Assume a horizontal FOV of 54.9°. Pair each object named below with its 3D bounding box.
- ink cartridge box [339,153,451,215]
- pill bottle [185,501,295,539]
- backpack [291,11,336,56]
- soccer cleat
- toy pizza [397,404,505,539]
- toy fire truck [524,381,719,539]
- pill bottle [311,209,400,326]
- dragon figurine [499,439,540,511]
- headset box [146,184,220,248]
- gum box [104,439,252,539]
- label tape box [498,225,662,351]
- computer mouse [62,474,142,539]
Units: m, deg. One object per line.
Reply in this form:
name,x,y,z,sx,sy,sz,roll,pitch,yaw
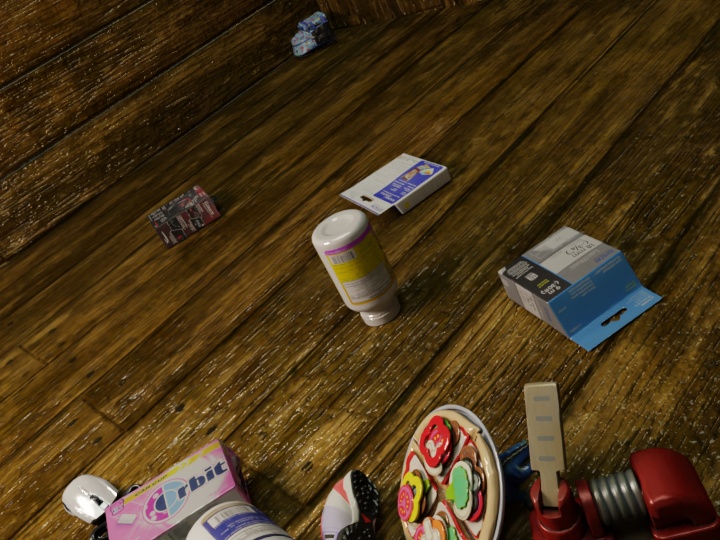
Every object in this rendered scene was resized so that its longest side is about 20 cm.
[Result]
ink cartridge box,0.079,-0.192,1.614,0.200,0.047,0.198,-37,32,-12
pill bottle,-0.122,0.361,0.813,0.120,0.120,0.200,-41,23,-23
backpack,-0.228,-1.052,3.113,0.199,0.135,0.183,-29,29,3
soccer cleat,-0.018,0.330,0.848,0.073,0.068,0.200,-43,14,16
toy pizza,0.092,0.255,0.795,0.200,0.032,0.201,-37,47,53
toy fire truck,0.244,0.211,0.690,0.175,0.201,0.129,-20,31,14
pill bottle,0.000,0.000,1.219,0.104,0.201,0.104,-20,30,12
dragon figurine,0.155,0.235,0.790,0.099,0.201,0.059,-4,40,-23
headset box,-0.506,-0.165,2.016,0.200,0.075,0.149,-34,31,-11
gum box,-0.253,0.339,0.984,0.199,0.066,0.113,-31,32,-10
label tape box,0.329,0.019,1.058,0.144,0.063,0.200,-34,30,-9
computer mouse,-0.443,0.381,1.147,0.199,0.044,0.110,3,42,41
